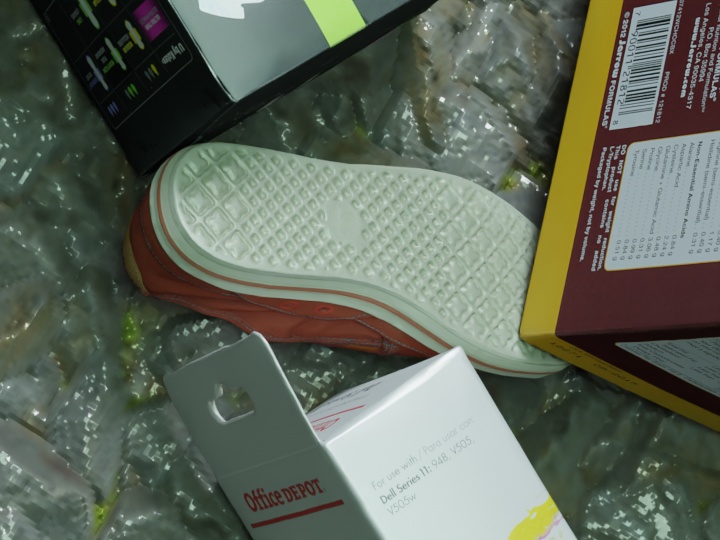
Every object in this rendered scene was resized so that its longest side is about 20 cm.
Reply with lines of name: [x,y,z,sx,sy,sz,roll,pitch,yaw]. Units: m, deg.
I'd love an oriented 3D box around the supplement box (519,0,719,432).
supplement box: [0.191,-0.051,0.959,0.133,0.200,0.198,25,71,-37]

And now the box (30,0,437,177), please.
box: [-0.058,-0.162,0.941,0.148,0.124,0.200,-33,92,-23]

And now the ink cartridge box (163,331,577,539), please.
ink cartridge box: [0.020,0.100,0.925,0.067,0.117,0.200,-33,93,-24]

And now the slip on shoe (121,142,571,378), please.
slip on shoe: [0.000,0.000,0.971,0.200,0.061,0.074,13,63,-32]
